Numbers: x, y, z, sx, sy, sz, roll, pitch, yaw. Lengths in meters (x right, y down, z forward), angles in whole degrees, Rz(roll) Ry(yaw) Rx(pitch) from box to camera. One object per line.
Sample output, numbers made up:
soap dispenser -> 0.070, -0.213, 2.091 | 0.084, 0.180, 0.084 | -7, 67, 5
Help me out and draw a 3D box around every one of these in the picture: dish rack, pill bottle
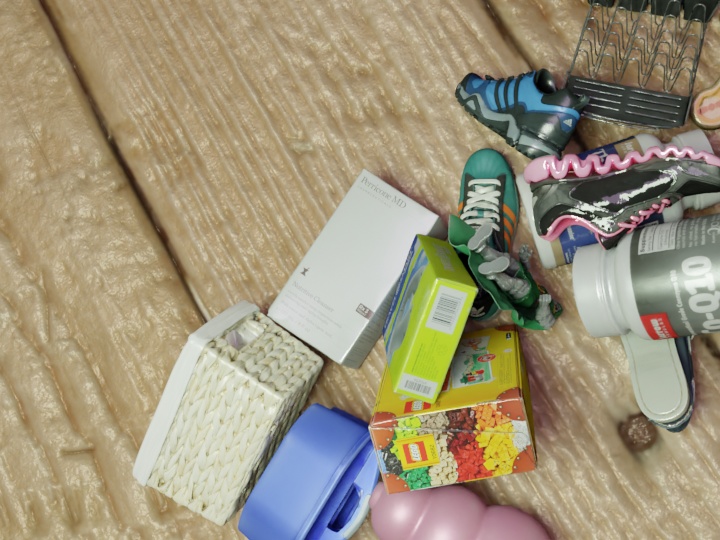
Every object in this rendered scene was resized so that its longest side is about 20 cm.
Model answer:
dish rack -> 0.304, -0.245, 1.065 | 0.153, 0.055, 0.201 | 13, 62, 16
pill bottle -> 0.276, -0.081, 1.044 | 0.199, 0.111, 0.111 | -18, 77, 10
pill bottle -> 0.318, 0.007, 0.950 | 0.199, 0.114, 0.114 | -11, 78, 31

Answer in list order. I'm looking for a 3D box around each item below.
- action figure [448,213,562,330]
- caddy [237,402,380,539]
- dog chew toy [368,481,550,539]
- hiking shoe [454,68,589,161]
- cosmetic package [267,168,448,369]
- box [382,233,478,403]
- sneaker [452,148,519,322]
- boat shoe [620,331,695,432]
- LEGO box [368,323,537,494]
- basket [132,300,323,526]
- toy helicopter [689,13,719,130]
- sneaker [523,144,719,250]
action figure -> 0.167, 0.016, 1.014 | 0.055, 0.200, 0.119 | -30, 59, 18
caddy -> -0.038, 0.240, 1.051 | 0.105, 0.141, 0.200 | 31, 89, 21
dog chew toy -> 0.100, 0.281, 1.010 | 0.199, 0.125, 0.125 | 30, 89, 5
hiking shoe -> 0.178, -0.183, 1.068 | 0.087, 0.074, 0.200 | -55, 38, 13
cosmetic package -> 0.000, 0.000, 1.112 | 0.113, 0.081, 0.200 | 32, 90, 18
box -> 0.065, 0.040, 0.992 | 0.047, 0.200, 0.122 | 17, 104, -7
sneaker -> 0.139, -0.045, 1.085 | 0.071, 0.080, 0.201 | 0, 81, 13
boat shoe -> 0.317, 0.072, 1.031 | 0.075, 0.062, 0.201 | -19, 57, 21
LEGO box -> 0.098, 0.136, 0.999 | 0.148, 0.200, 0.078 | -12, 105, 11
basket -> -0.142, 0.158, 1.065 | 0.123, 0.136, 0.201 | 31, 114, 9
toy helicopter -> 0.441, -0.235, 1.063 | 0.132, 0.079, 0.200 | 37, 101, 7
sneaker -> 0.259, -0.067, 0.949 | 0.199, 0.079, 0.096 | -3, 76, 23
